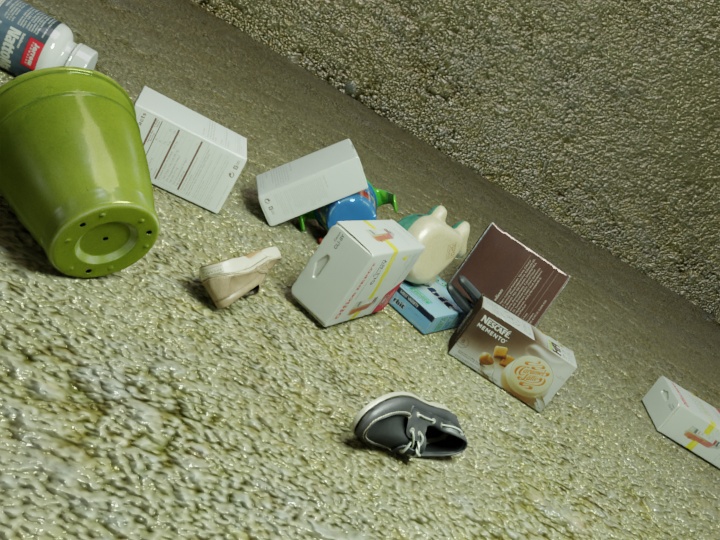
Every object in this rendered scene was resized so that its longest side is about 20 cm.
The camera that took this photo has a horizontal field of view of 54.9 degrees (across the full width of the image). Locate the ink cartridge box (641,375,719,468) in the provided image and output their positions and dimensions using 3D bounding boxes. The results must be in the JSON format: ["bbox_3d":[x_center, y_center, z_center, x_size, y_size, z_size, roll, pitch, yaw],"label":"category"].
[{"bbox_3d":[0.759,0.347,1.574,0.199,0.084,0.145,32,20,-4],"label":"ink cartridge box"}]

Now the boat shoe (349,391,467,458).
[{"bbox_3d":[0.070,0.204,0.883,0.199,0.073,0.063,18,21,-47],"label":"boat shoe"}]

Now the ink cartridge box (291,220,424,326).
[{"bbox_3d":[0.000,0.000,1.119,0.083,0.146,0.200,42,22,19],"label":"ink cartridge box"}]

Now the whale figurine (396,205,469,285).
[{"bbox_3d":[0.128,-0.052,1.327,0.103,0.160,0.199,24,27,37],"label":"whale figurine"}]

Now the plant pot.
[{"bbox_3d":[-0.338,-0.103,0.837,0.200,0.200,0.193,6,45,-52],"label":"plant pot"}]

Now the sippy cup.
[{"bbox_3d":[-0.024,-0.115,1.361,0.140,0.178,0.130,42,11,-20],"label":"sippy cup"}]

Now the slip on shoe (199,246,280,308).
[{"bbox_3d":[-0.166,0.007,1.004,0.200,0.076,0.061,-33,106,-77],"label":"slip on shoe"}]

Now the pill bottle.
[{"bbox_3d":[-0.577,-0.397,1.219,0.199,0.120,0.120,26,21,-17],"label":"pill bottle"}]

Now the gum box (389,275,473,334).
[{"bbox_3d":[0.119,0.046,1.359,0.170,0.045,0.200,42,22,23],"label":"gum box"}]

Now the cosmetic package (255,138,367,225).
[{"bbox_3d":[-0.093,-0.167,1.306,0.102,0.199,0.074,-108,178,-57],"label":"cosmetic package"}]

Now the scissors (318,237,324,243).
[{"bbox_3d":[0.016,-0.038,1.359,0.199,0.014,0.073,10,10,-17],"label":"scissors"}]

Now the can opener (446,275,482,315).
[{"bbox_3d":[0.231,0.084,1.326,0.200,0.063,0.079,56,6,-26],"label":"can opener"}]

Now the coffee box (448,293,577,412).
[{"bbox_3d":[0.273,0.148,1.257,0.199,0.115,0.080,34,20,0],"label":"coffee box"}]

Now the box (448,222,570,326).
[{"bbox_3d":[0.316,0.020,1.496,0.199,0.165,0.166,36,6,6],"label":"box"}]

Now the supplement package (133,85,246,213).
[{"bbox_3d":[-0.309,-0.207,1.190,0.199,0.118,0.117,26,22,-21],"label":"supplement package"}]
